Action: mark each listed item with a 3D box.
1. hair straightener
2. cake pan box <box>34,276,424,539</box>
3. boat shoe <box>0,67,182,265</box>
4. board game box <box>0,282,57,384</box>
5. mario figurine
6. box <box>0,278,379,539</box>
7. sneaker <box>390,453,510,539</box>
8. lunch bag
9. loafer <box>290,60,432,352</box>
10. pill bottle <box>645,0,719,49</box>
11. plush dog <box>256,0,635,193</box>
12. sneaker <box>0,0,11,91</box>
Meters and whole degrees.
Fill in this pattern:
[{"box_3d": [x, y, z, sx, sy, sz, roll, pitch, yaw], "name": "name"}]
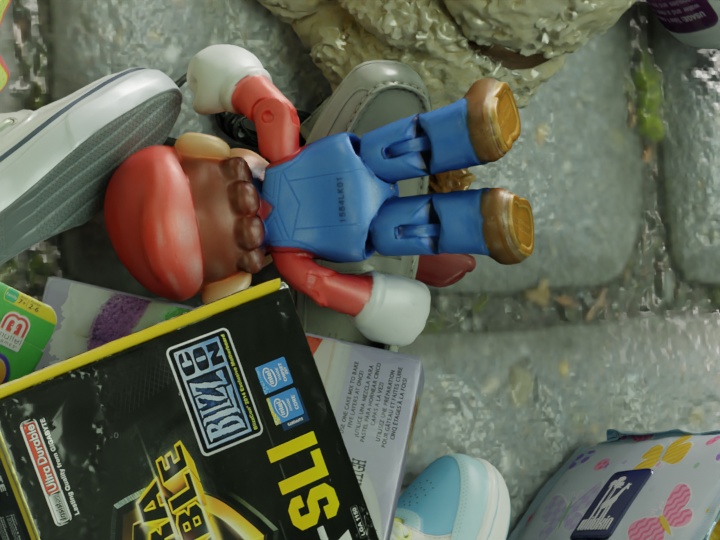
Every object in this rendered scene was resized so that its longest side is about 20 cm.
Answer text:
[{"box_3d": [-0.028, -0.054, 1.464, 0.199, 0.041, 0.077, 17, 57, -27], "name": "hair straightener"}, {"box_3d": [-0.079, 0.119, 1.341, 0.183, 0.052, 0.201, 13, 77, 3], "name": "cake pan box"}, {"box_3d": [-0.169, -0.045, 1.334, 0.067, 0.074, 0.200, 40, 54, 18], "name": "boat shoe"}, {"box_3d": [-0.217, 0.085, 1.272, 0.095, 0.030, 0.201, 28, 96, -30], "name": "board game box"}, {"box_3d": [-0.021, -0.037, 1.347, 0.106, 0.199, 0.124, 62, 26, -54], "name": "mario figurine"}, {"box_3d": [-0.070, 0.123, 1.243, 0.159, 0.049, 0.201, -21, 92, -37], "name": "box"}, {"box_3d": [-0.015, 0.141, 1.422, 0.131, 0.079, 0.200, 48, 61, -23], "name": "sneaker"}, {"box_3d": [0.149, 0.179, 1.479, 0.126, 0.169, 0.201, 12, 82, -31], "name": "lunch bag"}, {"box_3d": [0.000, 0.000, 1.404, 0.069, 0.070, 0.201, 2, 112, -22], "name": "loafer"}, {"box_3d": [0.188, -0.192, 1.577, 0.200, 0.112, 0.112, 51, 60, -21], "name": "pill bottle"}, {"box_3d": [0.063, -0.134, 1.426, 0.199, 0.172, 0.161, 1, 66, -34], "name": "plush dog"}, {"box_3d": [-0.183, -0.168, 1.342, 0.090, 0.078, 0.201, 17, 82, -41], "name": "sneaker"}]
